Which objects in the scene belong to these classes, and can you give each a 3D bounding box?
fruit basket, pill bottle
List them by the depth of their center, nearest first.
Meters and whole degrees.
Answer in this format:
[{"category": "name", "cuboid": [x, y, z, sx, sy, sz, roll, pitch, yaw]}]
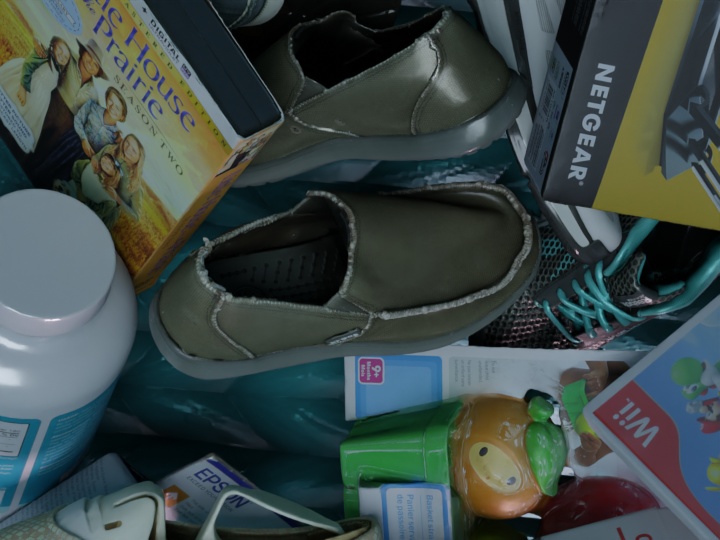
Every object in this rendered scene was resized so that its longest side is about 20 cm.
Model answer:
[{"category": "pill bottle", "cuboid": [-0.173, 0.040, 1.139, 0.111, 0.111, 0.200, 25, 146, -4]}, {"category": "fruit basket", "cuboid": [0.089, 0.129, 1.148, 0.199, 0.094, 0.186, 3, 107, 21]}]

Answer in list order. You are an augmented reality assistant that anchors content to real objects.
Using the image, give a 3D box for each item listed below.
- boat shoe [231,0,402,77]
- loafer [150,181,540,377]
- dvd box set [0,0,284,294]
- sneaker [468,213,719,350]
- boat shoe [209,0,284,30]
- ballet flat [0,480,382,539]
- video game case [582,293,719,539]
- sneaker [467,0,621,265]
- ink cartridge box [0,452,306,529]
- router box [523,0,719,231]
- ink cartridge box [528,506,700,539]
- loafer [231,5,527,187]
[{"category": "boat shoe", "cuboid": [-0.006, -0.159, 1.112, 0.075, 0.074, 0.200, 25, 133, -14]}, {"category": "loafer", "cuboid": [0.000, 0.000, 1.101, 0.199, 0.070, 0.075, -17, 67, -21]}, {"category": "dvd box set", "cuboid": [-0.117, -0.083, 1.089, 0.147, 0.029, 0.200, 56, 149, 6]}, {"category": "sneaker", "cuboid": [0.128, -0.002, 1.148, 0.078, 0.091, 0.200, 43, 112, -11]}, {"category": "boat shoe", "cuboid": [-0.097, -0.205, 1.075, 0.073, 0.062, 0.201, -27, 83, 47]}, {"category": "ballet flat", "cuboid": [-0.085, 0.130, 1.112, 0.199, 0.067, 0.063, 8, 103, -9]}, {"category": "video game case", "cuboid": [0.219, 0.046, 1.057, 0.200, 0.143, 0.017, -39, 140, -5]}, {"category": "sneaker", "cuboid": [0.117, -0.111, 1.098, 0.115, 0.076, 0.201, -18, 87, 8]}, {"category": "ink cartridge box", "cuboid": [-0.104, 0.174, 1.222, 0.200, 0.041, 0.200, -31, 134, 16]}, {"category": "router box", "cuboid": [0.173, -0.117, 1.023, 0.157, 0.052, 0.201, 9, 112, -11]}, {"category": "ink cartridge box", "cuboid": [0.100, 0.180, 1.058, 0.199, 0.116, 0.067, -14, 121, -1]}, {"category": "loafer", "cuboid": [-0.019, -0.090, 1.078, 0.199, 0.075, 0.070, -6, 125, 31]}]
